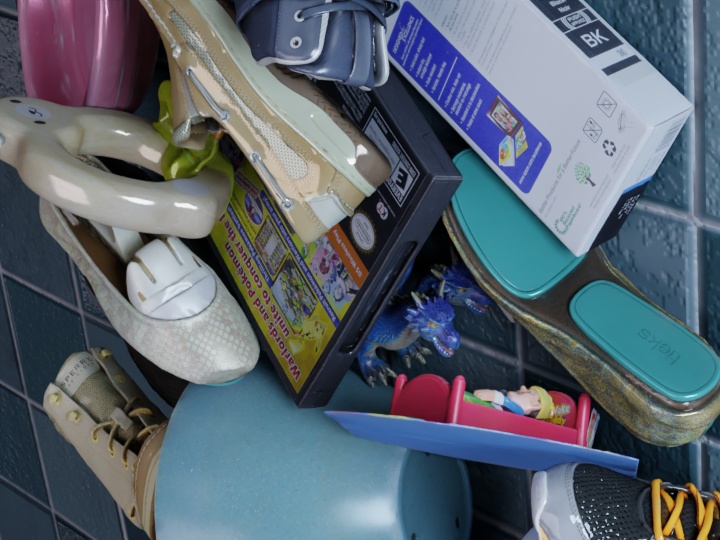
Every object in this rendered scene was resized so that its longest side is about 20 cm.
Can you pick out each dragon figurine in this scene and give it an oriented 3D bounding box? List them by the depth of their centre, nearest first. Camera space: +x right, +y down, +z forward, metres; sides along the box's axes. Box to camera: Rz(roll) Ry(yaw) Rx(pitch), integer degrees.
[{"bbox_3d":[0.000,0.000,1.030,0.200,0.059,0.100,40,138,33],"label":"dragon figurine"}]

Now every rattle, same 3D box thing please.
[{"bbox_3d":[-0.160,-0.103,0.975,0.199,0.130,0.143,20,129,0],"label":"rattle"}]

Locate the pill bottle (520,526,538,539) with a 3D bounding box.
[{"bbox_3d":[0.118,0.204,0.960,0.117,0.116,0.200,52,144,16],"label":"pill bottle"}]

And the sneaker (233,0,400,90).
[{"bbox_3d":[0.016,-0.167,0.820,0.202,0.077,0.147,-16,71,39],"label":"sneaker"}]

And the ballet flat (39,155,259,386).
[{"bbox_3d":[-0.137,-0.006,1.036,0.200,0.067,0.063,40,154,30],"label":"ballet flat"}]

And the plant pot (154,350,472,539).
[{"bbox_3d":[-0.011,0.145,1.046,0.134,0.200,0.201,-7,108,31],"label":"plant pot"}]

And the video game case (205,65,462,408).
[{"bbox_3d":[-0.033,-0.055,0.990,0.200,0.025,0.181,59,134,34],"label":"video game case"}]

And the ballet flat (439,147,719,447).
[{"bbox_3d":[0.109,0.018,0.903,0.200,0.071,0.071,45,141,25],"label":"ballet flat"}]

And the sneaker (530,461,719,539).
[{"bbox_3d":[0.172,0.138,0.838,0.199,0.079,0.077,25,132,-17],"label":"sneaker"}]

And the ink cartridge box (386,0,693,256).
[{"bbox_3d":[0.074,-0.111,0.884,0.200,0.039,0.100,48,141,19],"label":"ink cartridge box"}]

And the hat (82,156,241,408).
[{"bbox_3d":[-0.121,-0.005,1.169,0.201,0.081,0.201,42,147,36],"label":"hat"}]

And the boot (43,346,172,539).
[{"bbox_3d":[-0.157,0.112,1.184,0.156,0.073,0.200,48,163,19],"label":"boot"}]

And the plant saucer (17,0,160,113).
[{"bbox_3d":[-0.173,-0.175,1.105,0.200,0.051,0.202,178,90,-66],"label":"plant saucer"}]

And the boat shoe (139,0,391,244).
[{"bbox_3d":[-0.075,-0.096,0.911,0.200,0.076,0.072,47,-174,22],"label":"boat shoe"}]

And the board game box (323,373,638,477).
[{"bbox_3d":[0.069,0.075,0.901,0.157,0.200,0.039,8,80,10],"label":"board game box"}]
